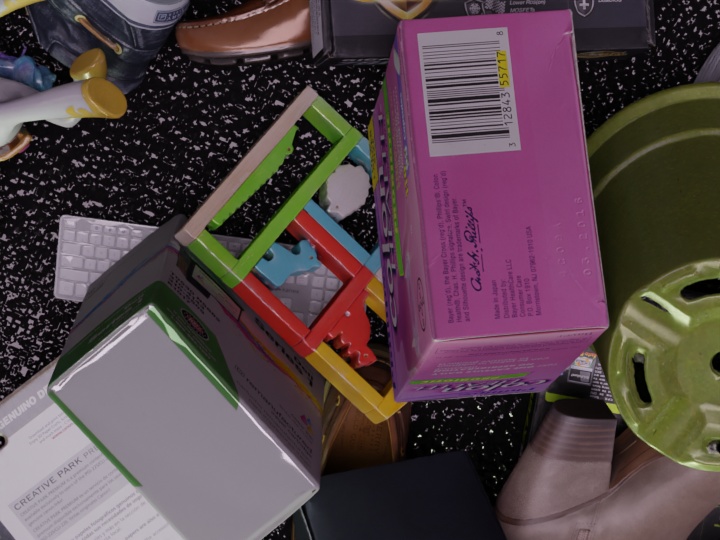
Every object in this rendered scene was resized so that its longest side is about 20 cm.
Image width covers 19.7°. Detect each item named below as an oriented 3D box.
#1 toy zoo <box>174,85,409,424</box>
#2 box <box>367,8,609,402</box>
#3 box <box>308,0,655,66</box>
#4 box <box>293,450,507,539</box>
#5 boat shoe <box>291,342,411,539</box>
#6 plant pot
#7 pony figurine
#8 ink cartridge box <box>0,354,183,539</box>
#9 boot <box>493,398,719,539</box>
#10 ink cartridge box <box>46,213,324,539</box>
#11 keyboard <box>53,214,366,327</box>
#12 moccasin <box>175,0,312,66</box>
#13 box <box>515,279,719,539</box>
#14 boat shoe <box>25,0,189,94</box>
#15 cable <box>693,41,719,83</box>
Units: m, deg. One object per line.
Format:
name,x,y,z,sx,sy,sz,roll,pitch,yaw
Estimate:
toy zoo,0.000,0.000,1.267,0.200,0.020,0.131,44,64,-7
box,0.066,-0.030,1.171,0.096,0.200,0.177,-4,78,-5
box,0.065,-0.221,1.195,0.199,0.050,0.200,-2,89,-12
box,0.038,0.250,1.226,0.117,0.197,0.201,-10,124,-10
boat shoe,-0.007,0.149,1.314,0.072,0.068,0.201,7,103,0
plant pot,0.198,0.016,1.153,0.199,0.190,0.201,3,111,7
pony figurine,-0.251,-0.112,1.212,0.193,0.167,0.200,37,137,-20
ink cartridge box,-0.190,0.157,1.312,0.200,0.084,0.176,-36,100,9
boot,0.177,0.154,1.272,0.199,0.070,0.147,7,112,-4
ink cartridge box,-0.097,0.065,1.225,0.084,0.200,0.145,-39,103,10
keyboard,-0.094,0.004,1.313,0.199,0.011,0.057,8,103,0
moccasin,-0.017,-0.175,1.237,0.201,0.074,0.078,-20,99,5
box,0.204,0.102,1.309,0.199,0.048,0.194,8,106,-1
boat shoe,-0.191,-0.196,1.241,0.200,0.071,0.091,47,135,11
cable,0.297,-0.076,1.252,0.200,0.069,0.200,-32,100,8
